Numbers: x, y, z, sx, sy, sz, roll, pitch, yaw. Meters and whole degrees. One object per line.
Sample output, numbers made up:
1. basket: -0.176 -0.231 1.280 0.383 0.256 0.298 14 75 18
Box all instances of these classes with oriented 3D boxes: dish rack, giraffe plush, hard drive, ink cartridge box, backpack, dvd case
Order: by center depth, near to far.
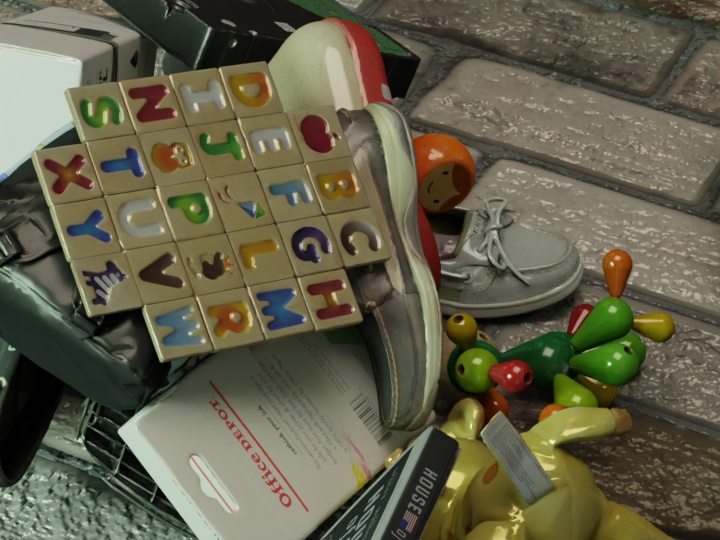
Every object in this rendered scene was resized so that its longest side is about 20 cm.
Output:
1. dvd case: -0.024 0.188 1.503 0.025 0.200 0.150 34 43 -6
2. giraffe plush: 0.072 0.156 1.577 0.172 0.200 0.162 -27 18 -25
3. backpack: -0.128 -0.024 1.612 0.163 0.154 0.200 34 66 10
4. ink cartridge box: -0.058 0.098 1.618 0.117 0.067 0.200 53 42 -1
5. dish rack: -0.100 0.076 1.686 0.153 0.055 0.200 32 46 -19
6. ink cartridge box: -0.200 -0.085 1.797 0.084 0.145 0.200 10 13 8
7. hard drive: -0.073 -0.167 1.885 0.200 0.038 0.140 2 28 -46

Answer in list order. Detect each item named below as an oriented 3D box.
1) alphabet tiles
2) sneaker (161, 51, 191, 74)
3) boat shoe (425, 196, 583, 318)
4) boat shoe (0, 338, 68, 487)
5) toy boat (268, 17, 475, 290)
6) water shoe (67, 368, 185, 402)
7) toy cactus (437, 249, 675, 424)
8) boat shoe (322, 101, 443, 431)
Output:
1. alphabet tiles: -0.081 -0.036 1.564 0.200 0.006 0.167 -11 72 -33
2. sneaker: -0.079 -0.099 1.924 0.200 0.084 0.121 24 37 25
3. boat shoe: 0.047 -0.020 1.836 0.201 0.065 0.075 11 41 14
4. boat shoe: -0.191 0.048 1.655 0.056 0.069 0.200 5 56 32
5. toy boat: 0.014 -0.059 1.776 0.130 0.131 0.200 -2 67 -26
6. water shoe: -0.188 0.024 1.786 0.200 0.072 0.079 21 41 21
7. toy cactus: 0.093 0.049 1.719 0.165 0.103 0.200 -3 12 35
8. boat shoe: 0.000 0.000 1.643 0.073 0.075 0.201 -5 72 -13
